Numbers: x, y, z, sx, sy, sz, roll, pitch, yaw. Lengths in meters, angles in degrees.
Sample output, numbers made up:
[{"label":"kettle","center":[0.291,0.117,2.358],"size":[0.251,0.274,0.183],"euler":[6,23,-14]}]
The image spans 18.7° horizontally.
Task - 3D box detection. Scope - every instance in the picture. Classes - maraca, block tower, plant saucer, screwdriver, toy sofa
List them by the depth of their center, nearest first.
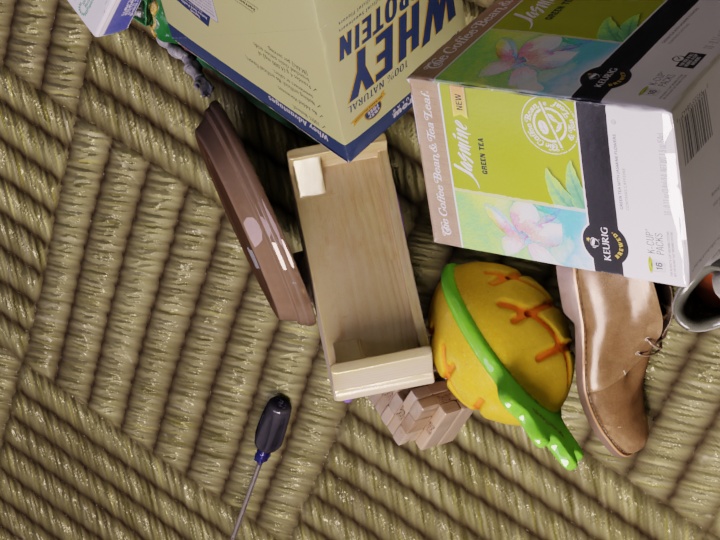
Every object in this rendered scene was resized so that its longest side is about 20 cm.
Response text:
[{"label":"maraca","center":[0.118,0.072,1.708],"size":[0.107,0.200,0.137],"euler":[-40,136,16]},{"label":"toy sofa","center":[0.000,0.000,1.734],"size":[0.098,0.083,0.200],"euler":[85,174,-70]},{"label":"plant saucer","center":[-0.088,-0.042,1.774],"size":[0.200,0.029,0.200],"euler":[156,90,-84]},{"label":"block tower","center":[0.016,0.051,1.793],"size":[0.200,0.054,0.058],"euler":[56,139,24]},{"label":"screwdriver","center":[-0.100,0.187,2.049],"size":[0.029,0.028,0.200],"euler":[61,145,31]}]

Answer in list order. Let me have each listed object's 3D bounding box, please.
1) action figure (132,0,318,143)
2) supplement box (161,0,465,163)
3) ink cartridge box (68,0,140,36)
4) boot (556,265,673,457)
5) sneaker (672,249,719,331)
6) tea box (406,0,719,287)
[{"label":"action figure","center":[-0.116,-0.184,1.786],"size":[0.200,0.055,0.118],"euler":[29,136,23]},{"label":"supplement box","center":[-0.044,-0.225,1.573],"size":[0.200,0.134,0.200],"euler":[37,158,28]},{"label":"ink cartridge box","center":[-0.223,-0.326,1.761],"size":[0.200,0.043,0.196],"euler":[53,137,17]},{"label":"boot","center":[0.208,0.060,1.702],"size":[0.075,0.074,0.200],"euler":[-3,118,24]},{"label":"sneaker","center":[0.301,-0.012,1.570],"size":[0.074,0.079,0.200],"euler":[48,135,1]},{"label":"tea box","center":[0.169,-0.106,1.472],"size":[0.197,0.200,0.134],"euler":[9,125,32]}]
